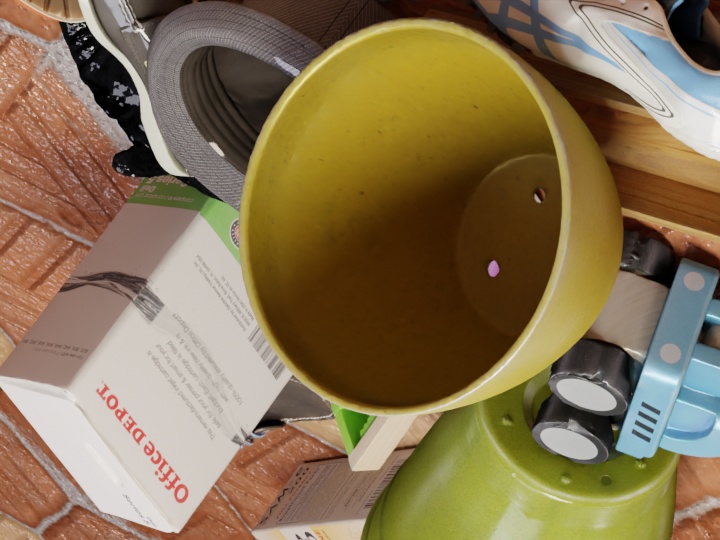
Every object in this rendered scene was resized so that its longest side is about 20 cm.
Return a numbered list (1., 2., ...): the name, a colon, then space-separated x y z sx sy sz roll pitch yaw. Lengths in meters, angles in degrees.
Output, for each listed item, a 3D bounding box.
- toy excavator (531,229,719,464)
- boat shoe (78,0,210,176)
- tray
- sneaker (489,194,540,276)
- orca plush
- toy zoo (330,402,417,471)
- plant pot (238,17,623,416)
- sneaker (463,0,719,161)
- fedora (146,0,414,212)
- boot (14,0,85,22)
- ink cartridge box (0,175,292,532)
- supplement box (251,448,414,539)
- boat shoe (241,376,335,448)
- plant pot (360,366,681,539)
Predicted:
1. toy excavator: 0.213 0.053 1.571 0.199 0.100 0.195 19 153 5
2. boat shoe: -0.108 -0.136 1.651 0.060 0.072 0.202 10 140 34
3. tray: 0.125 -0.078 1.503 0.200 0.037 0.099 18 149 33
4. sneaker: 0.054 0.017 1.664 0.073 0.114 0.201 29 153 18
5. orca plush: -0.132 -0.095 1.753 0.200 0.071 0.105 46 153 -19
6. toy zoo: 0.000 0.000 1.665 0.131 0.020 0.200 -57 42 46
7. plant pot: 0.058 -0.021 1.454 0.200 0.201 0.142 17 -175 35
8. sneaker: 0.131 -0.124 1.397 0.200 0.072 0.073 32 113 29
9. fedora: -0.028 -0.104 1.586 0.177 0.090 0.200 32 156 8
10. boot: -0.229 -0.213 1.684 0.200 0.075 0.107 43 158 5
11. ink cartridge box: -0.125 0.048 1.837 0.084 0.200 0.146 9 143 44
12. supplement box: 0.025 0.202 2.059 0.126 0.074 0.200 45 154 -16
13. boat shoe: -0.082 0.091 2.005 0.200 0.072 0.072 3 139 50
14. plant pot: 0.114 0.139 1.736 0.200 0.200 0.193 31 142 11
